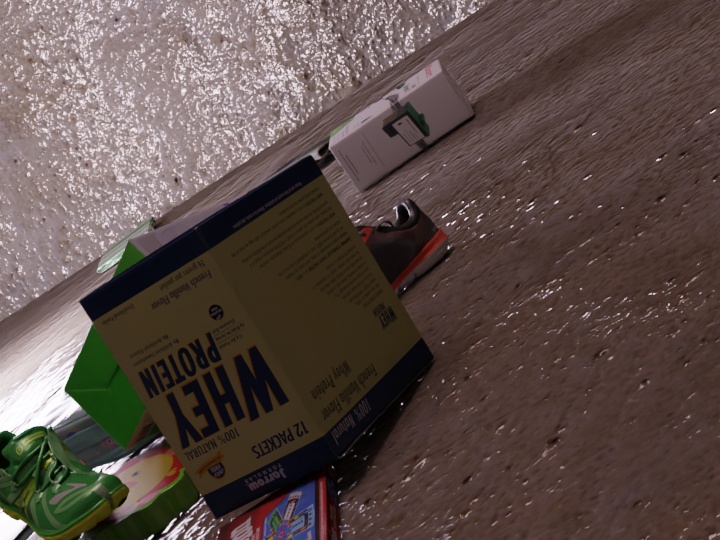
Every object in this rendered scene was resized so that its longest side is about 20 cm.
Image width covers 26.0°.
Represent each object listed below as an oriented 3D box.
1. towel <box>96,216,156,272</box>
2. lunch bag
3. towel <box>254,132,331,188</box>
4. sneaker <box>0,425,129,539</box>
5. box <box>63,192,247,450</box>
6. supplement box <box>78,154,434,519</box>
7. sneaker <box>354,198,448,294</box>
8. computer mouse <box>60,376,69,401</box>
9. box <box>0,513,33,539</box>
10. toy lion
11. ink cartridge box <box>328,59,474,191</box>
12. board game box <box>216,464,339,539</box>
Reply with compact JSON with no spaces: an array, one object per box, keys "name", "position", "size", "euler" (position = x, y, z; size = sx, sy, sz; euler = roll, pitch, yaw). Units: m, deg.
[{"name":"towel","position":[-0.520,-0.057,3.488],"size":[0.152,0.023,0.200],"euler":[-36,13,2]},{"name":"lunch bag","position":[-0.276,0.161,1.731],"size":[0.199,0.077,0.161],"euler":[-28,15,34]},{"name":"towel","position":[-0.093,-0.197,2.806],"size":[0.199,0.035,0.193],"euler":[-30,10,37]},{"name":"sneaker","position":[-0.276,0.183,1.361],"size":[0.074,0.084,0.199],"euler":[-37,25,-34]},{"name":"box","position":[-0.163,0.048,1.486],"size":[0.176,0.097,0.201],"euler":[-29,-26,-51]},{"name":"supplement box","position":[-0.076,0.048,1.239],"size":[0.134,0.200,0.200],"euler":[-29,6,31]},{"name":"sneaker","position":[0.000,0.000,1.565],"size":[0.200,0.082,0.077],"euler":[-42,13,-31]},{"name":"computer mouse","position":[-0.344,0.149,2.038],"size":[0.138,0.053,0.200],"euler":[-41,12,-21]},{"name":"box","position":[-0.382,0.295,1.582],"size":[0.199,0.040,0.137],"euler":[-28,12,34]},{"name":"toy lion","position":[-0.232,0.225,1.403],"size":[0.191,0.069,0.200],"euler":[-17,20,36]},{"name":"ink cartridge box","position":[0.059,-0.213,2.266],"size":[0.199,0.085,0.146],"euler":[-34,12,8]},{"name":"board game box","position":[-0.061,0.198,1.094],"size":[0.103,0.019,0.200],"euler":[-35,11,6]}]
